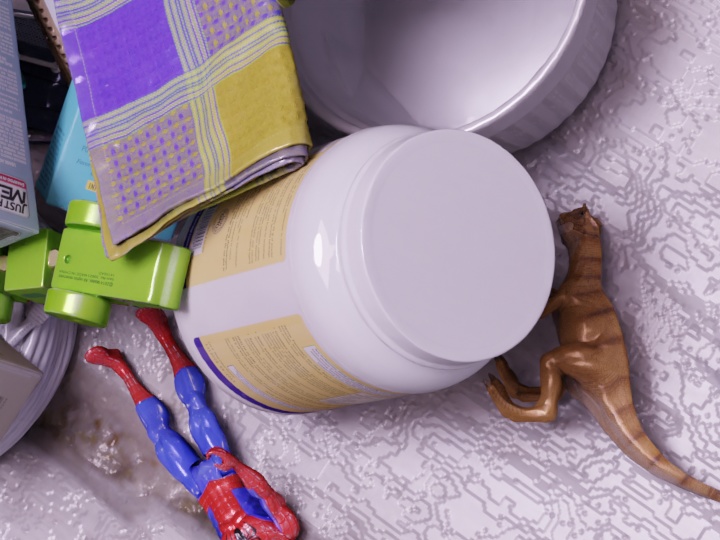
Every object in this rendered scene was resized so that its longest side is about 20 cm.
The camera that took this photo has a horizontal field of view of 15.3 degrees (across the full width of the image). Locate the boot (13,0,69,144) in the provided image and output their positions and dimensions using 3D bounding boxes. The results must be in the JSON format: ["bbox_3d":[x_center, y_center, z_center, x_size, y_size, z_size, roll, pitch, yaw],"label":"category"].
[{"bbox_3d":[-0.259,-0.132,1.687,0.199,0.073,0.091,6,76,23],"label":"boot"}]

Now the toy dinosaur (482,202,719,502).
[{"bbox_3d":[0.128,0.057,1.492,0.106,0.060,0.201,-23,71,16],"label":"toy dinosaur"}]

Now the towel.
[{"bbox_3d":[-0.103,-0.118,1.476,0.143,0.023,0.201,-25,64,26],"label":"towel"}]

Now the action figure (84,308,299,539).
[{"bbox_3d":[-0.102,0.112,1.561,0.065,0.099,0.200,-39,70,12],"label":"action figure"}]

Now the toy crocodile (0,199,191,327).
[{"bbox_3d":[-0.176,-0.002,1.537,0.199,0.062,0.068,2,78,35],"label":"toy crocodile"}]

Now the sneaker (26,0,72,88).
[{"bbox_3d":[-0.148,-0.185,1.613,0.112,0.071,0.201,-27,106,-10],"label":"sneaker"}]

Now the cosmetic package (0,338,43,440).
[{"bbox_3d":[-0.295,0.028,1.579,0.200,0.103,0.073,37,95,24],"label":"cosmetic package"}]

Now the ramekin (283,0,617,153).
[{"bbox_3d":[0.053,-0.156,1.543,0.199,0.105,0.201,-5,77,22],"label":"ramekin"}]

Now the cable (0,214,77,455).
[{"bbox_3d":[-0.273,0.030,1.664,0.200,0.069,0.200,35,95,26],"label":"cable"}]

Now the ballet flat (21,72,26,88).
[{"bbox_3d":[-0.265,-0.181,1.633,0.074,0.074,0.201,-27,65,16],"label":"ballet flat"}]

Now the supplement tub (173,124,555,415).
[{"bbox_3d":[0.000,0.000,1.468,0.200,0.145,0.146,-14,70,57],"label":"supplement tub"}]

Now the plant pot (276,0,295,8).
[{"bbox_3d":[0.017,-0.266,1.432,0.192,0.200,0.201,-18,72,6],"label":"plant pot"}]

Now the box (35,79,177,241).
[{"bbox_3d":[-0.119,-0.125,1.571,0.082,0.049,0.201,17,99,-17],"label":"box"}]

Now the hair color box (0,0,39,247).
[{"bbox_3d":[-0.250,-0.105,1.537,0.099,0.061,0.201,-20,68,29],"label":"hair color box"}]
